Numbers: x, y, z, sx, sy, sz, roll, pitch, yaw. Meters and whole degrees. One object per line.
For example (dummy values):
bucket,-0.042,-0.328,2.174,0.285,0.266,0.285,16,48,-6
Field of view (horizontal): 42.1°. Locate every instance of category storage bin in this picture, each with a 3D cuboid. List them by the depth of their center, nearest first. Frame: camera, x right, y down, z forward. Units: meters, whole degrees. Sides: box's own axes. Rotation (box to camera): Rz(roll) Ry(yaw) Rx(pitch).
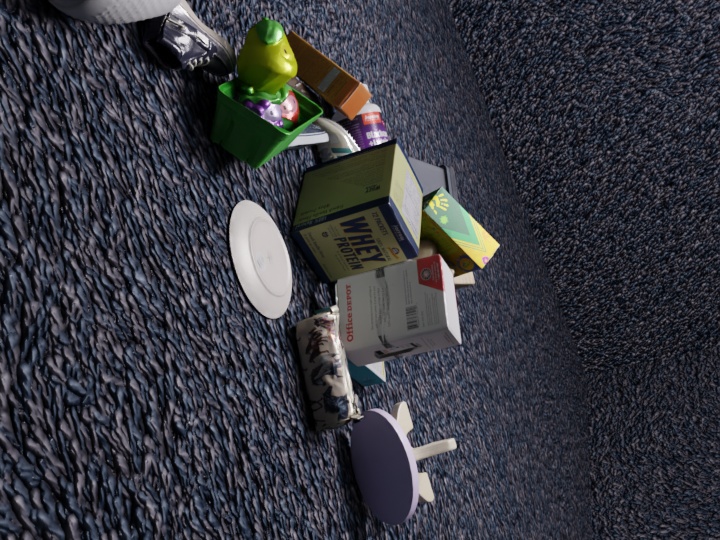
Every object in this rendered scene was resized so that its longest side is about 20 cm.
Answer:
storage bin,0.138,-0.172,2.273,0.134,0.145,0.201,21,52,-32

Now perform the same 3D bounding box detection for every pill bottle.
pill bottle,0.000,-0.290,2.002,0.111,0.111,0.201,-13,88,-70

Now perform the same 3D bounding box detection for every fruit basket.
fruit basket,-0.143,-0.290,1.509,0.155,0.216,0.216,34,26,1

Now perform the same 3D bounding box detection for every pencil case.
pencil case,-0.053,0.164,1.575,0.078,0.089,0.201,11,65,-67

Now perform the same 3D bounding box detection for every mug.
mug,-0.341,-0.404,1.190,0.200,0.148,0.175,43,31,2

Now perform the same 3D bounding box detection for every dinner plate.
dinner plate,-0.155,-0.021,1.536,0.200,0.024,0.201,49,33,-47

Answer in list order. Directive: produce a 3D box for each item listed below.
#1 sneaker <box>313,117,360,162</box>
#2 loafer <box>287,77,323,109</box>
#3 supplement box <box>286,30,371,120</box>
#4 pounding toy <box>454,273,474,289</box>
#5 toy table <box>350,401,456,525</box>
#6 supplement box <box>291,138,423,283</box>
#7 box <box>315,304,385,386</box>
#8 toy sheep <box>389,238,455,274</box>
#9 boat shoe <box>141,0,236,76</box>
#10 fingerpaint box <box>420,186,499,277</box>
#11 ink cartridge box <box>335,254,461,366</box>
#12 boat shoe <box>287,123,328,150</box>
sneaker,-0.047,-0.215,1.884,0.200,0.070,0.093,49,63,-19
loafer,-0.131,-0.340,1.750,0.200,0.073,0.071,25,52,-65
supplement box,-0.075,-0.372,1.780,0.200,0.069,0.067,40,3,24
pounding toy,0.159,-0.001,2.145,0.142,0.184,0.201,1,74,-56
toy table,0.068,0.339,1.675,0.117,0.183,0.201,-7,90,-52
supplement box,-0.001,-0.111,1.745,0.134,0.199,0.200,58,25,-35
box,-0.016,0.143,1.740,0.200,0.049,0.083,46,35,-52
toy sheep,0.110,0.034,1.844,0.138,0.137,0.201,-21,125,-69
boat shoe,-0.263,-0.331,1.430,0.200,0.074,0.093,39,53,-54
fingerpaint box,0.157,-0.066,1.886,0.167,0.200,0.073,44,66,-10
ink cartridge box,0.065,0.072,1.646,0.083,0.199,0.147,48,33,-56
boat shoe,-0.120,-0.273,1.731,0.200,0.071,0.091,-25,103,-67
